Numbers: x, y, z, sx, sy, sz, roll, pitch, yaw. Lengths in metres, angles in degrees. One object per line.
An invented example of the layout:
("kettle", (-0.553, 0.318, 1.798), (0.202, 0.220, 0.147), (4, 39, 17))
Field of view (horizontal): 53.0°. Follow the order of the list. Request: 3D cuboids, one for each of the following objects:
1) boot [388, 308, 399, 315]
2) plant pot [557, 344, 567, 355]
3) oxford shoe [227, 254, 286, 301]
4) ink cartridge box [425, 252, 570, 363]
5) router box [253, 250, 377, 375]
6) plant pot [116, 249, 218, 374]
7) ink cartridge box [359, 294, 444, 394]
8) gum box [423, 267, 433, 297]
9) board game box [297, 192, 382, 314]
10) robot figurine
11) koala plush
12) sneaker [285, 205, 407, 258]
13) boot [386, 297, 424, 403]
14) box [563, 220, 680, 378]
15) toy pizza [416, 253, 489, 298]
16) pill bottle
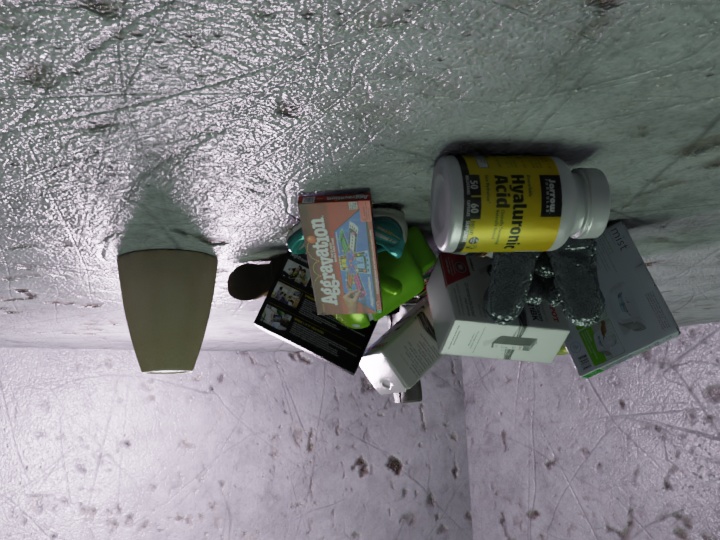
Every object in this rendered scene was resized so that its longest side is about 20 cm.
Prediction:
("boot", (-0.029, 0.056, 1.392), (0.161, 0.067, 0.200), (-20, -159, -16))
("plant pot", (0.394, 0.084, 1.534), (0.194, 0.190, 0.201), (-2, 170, 0))
("oxford shoe", (-0.176, 0.018, 1.387), (0.196, 0.074, 0.070), (-12, 171, 35))
("ink cartridge box", (0.216, 0.059, 1.152), (0.194, 0.147, 0.085), (7, 134, -14))
("router box", (-0.068, 0.071, 1.265), (0.196, 0.152, 0.051), (26, 169, 3))
("plant pot", (-0.353, 0.083, 1.320), (0.181, 0.207, 0.188), (-2, 169, 0))
("ink cartridge box", (0.103, 0.121, 1.287), (0.199, 0.085, 0.146), (-39, -178, -23))
("gum box", (0.097, 0.033, 1.517), (0.197, 0.068, 0.112), (-12, 164, 43))
("board game box", (-0.026, -0.018, 1.030), (0.100, 0.020, 0.204), (-1, 129, 8))
("robot figurine", (0.024, 0.013, 1.164), (0.197, 0.117, 0.176), (-32, 176, -6))
("koala plush", (0.276, -0.030, 1.092), (0.172, 0.190, 0.200), (1, -169, 13))
("sneaker", (-0.025, -0.044, 1.070), (0.195, 0.082, 0.077), (-7, 168, 23))
("boot", (0.096, 0.163, 1.462), (0.070, 0.207, 0.182), (2, 168, -9))
("box", (0.409, 0.051, 1.217), (0.174, 0.204, 0.096), (-29, 160, 18))
("toy pizza", (0.156, 0.005, 1.287), (0.196, 0.032, 0.200), (-26, 177, -1))
("pill bottle", (0.187, -0.079, 0.856), (0.194, 0.115, 0.111), (-2, 169, -8))
